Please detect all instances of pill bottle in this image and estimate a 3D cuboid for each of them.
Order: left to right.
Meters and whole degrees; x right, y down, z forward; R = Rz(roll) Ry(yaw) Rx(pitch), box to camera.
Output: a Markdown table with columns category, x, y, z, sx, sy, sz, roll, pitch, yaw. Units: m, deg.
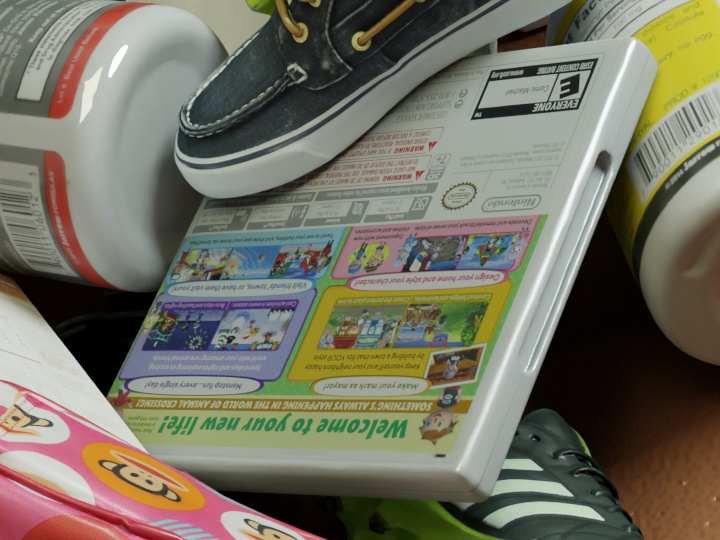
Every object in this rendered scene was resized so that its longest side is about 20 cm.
| category | x | y | z | sx | sy | sz | roll | pitch | yaw |
| --- | --- | --- | --- | --- | --- | --- | --- | --- | --- |
| pill bottle | -0.158 | -0.059 | 1.013 | 0.199 | 0.116 | 0.116 | 9 | 58 | 29 |
| pill bottle | 0.134 | -0.069 | 0.927 | 0.111 | 0.112 | 0.201 | -25 | 46 | 9 |

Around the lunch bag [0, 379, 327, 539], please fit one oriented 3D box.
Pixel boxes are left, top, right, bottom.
| category | x | y | z | sx | sy | sz | roll | pitch | yaw |
| --- | --- | --- | --- | --- | --- | --- | --- | --- | --- |
| lunch bag | -0.092 | 0.147 | 0.772 | 0.199 | 0.082 | 0.177 | 24 | 102 | 5 |

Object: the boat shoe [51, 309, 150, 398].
| category | x | y | z | sx | sy | sz | roll | pitch | yaw |
| --- | --- | --- | --- | --- | --- | --- | --- | --- | --- |
| boat shoe | -0.121 | 0.048 | 1.011 | 0.200 | 0.063 | 0.074 | 1 | 57 | 32 |

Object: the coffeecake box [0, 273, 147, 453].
| category | x | y | z | sx | sy | sz | roll | pitch | yaw |
| --- | --- | --- | --- | --- | --- | --- | --- | --- | --- |
| coffeecake box | -0.162 | 0.098 | 0.911 | 0.154 | 0.073 | 0.200 | -61 | 35 | 10 |

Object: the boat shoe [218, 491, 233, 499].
| category | x | y | z | sx | sy | sz | roll | pitch | yaw |
| --- | --- | --- | --- | --- | --- | --- | --- | --- | --- |
| boat shoe | -0.085 | 0.162 | 0.900 | 0.076 | 0.072 | 0.201 | -30 | 36 | 25 |

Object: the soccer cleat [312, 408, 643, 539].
| category | x | y | z | sx | sy | sz | roll | pitch | yaw |
| --- | --- | --- | --- | --- | --- | --- | --- | --- | --- |
| soccer cleat | 0.070 | 0.093 | 0.865 | 0.199 | 0.068 | 0.081 | 23 | 54 | 41 |

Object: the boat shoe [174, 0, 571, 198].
| category | x | y | z | sx | sy | sz | roll | pitch | yaw |
| --- | --- | --- | --- | --- | --- | --- | --- | --- | --- |
| boat shoe | -0.008 | -0.110 | 0.910 | 0.199 | 0.091 | 0.071 | -32 | 37 | 19 |

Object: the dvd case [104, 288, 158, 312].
| category | x | y | z | sx | sy | sz | roll | pitch | yaw |
| --- | --- | --- | --- | --- | --- | --- | --- | --- | --- |
| dvd case | -0.029 | -0.074 | 1.086 | 0.149 | 0.025 | 0.201 | -9 | 51 | 23 |

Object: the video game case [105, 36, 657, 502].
| category | x | y | z | sx | sy | sz | roll | pitch | yaw |
| --- | --- | --- | --- | --- | --- | --- | --- | --- | --- |
| video game case | 0.000 | 0.000 | 0.894 | 0.199 | 0.022 | 0.183 | -3 | 54 | 44 |

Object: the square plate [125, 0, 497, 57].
| category | x | y | z | sx | sy | sz | roll | pitch | yaw |
| --- | --- | --- | --- | --- | --- | --- | --- | --- | --- |
| square plate | -0.018 | -0.120 | 1.016 | 0.197 | 0.028 | 0.202 | -1 | 85 | 37 |

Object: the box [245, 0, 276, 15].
| category | x | y | z | sx | sy | sz | roll | pitch | yaw |
| --- | --- | --- | --- | --- | --- | --- | --- | --- | --- |
| box | 0.020 | -0.201 | 0.949 | 0.199 | 0.048 | 0.123 | -32 | 68 | 28 |

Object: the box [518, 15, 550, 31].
| category | x | y | z | sx | sy | sz | roll | pitch | yaw |
| --- | --- | --- | --- | --- | --- | --- | --- | --- | --- |
| box | 0.136 | -0.204 | 1.045 | 0.199 | 0.102 | 0.113 | -19 | 47 | 14 |
